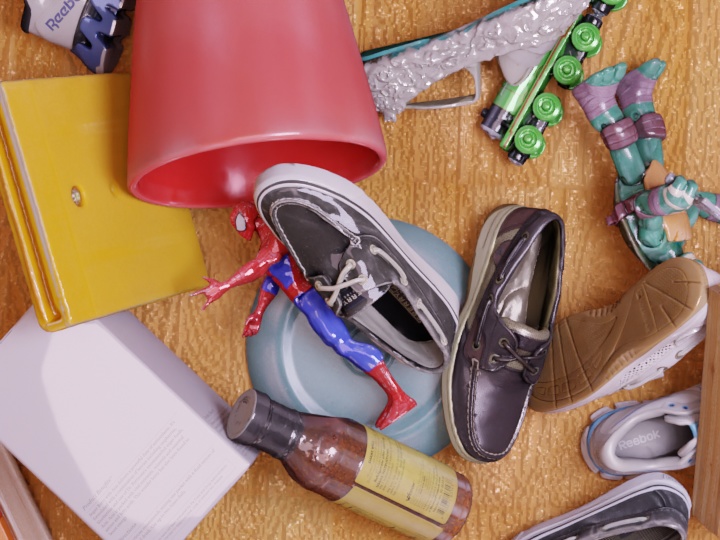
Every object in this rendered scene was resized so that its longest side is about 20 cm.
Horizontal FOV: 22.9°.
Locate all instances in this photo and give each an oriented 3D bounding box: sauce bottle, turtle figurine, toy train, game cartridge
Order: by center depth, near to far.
[{"bbox_3d":[-0.193,-0.056,1.311,0.032,0.200,0.178,-16,91,25],"label":"game cartridge"},{"bbox_3d":[0.231,-0.057,1.331,0.100,0.149,0.202,-26,82,20],"label":"turtle figurine"},{"bbox_3d":[-0.008,0.145,1.336,0.199,0.066,0.066,30,93,-26],"label":"sauce bottle"},{"bbox_3d":[0.156,-0.177,1.370,0.056,0.042,0.201,30,93,11],"label":"toy train"}]

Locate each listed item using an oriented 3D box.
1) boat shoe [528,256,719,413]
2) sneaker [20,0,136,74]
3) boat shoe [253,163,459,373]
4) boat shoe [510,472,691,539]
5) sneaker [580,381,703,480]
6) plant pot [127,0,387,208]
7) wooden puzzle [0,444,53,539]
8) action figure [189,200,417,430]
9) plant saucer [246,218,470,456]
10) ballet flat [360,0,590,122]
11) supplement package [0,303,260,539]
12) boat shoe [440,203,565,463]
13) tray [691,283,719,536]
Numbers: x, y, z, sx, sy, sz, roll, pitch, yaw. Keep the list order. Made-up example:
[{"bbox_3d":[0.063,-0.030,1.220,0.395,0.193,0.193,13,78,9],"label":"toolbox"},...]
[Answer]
[{"bbox_3d":[0.204,0.059,1.331,0.069,0.200,0.072,14,57,-35],"label":"boat shoe"},{"bbox_3d":[-0.218,-0.260,1.361,0.114,0.081,0.201,18,94,-1],"label":"sneaker"},{"bbox_3d":[0.000,0.000,1.291,0.200,0.064,0.070,39,125,-24],"label":"boat shoe"},{"bbox_3d":[0.162,0.225,1.346,0.200,0.071,0.072,-40,101,20],"label":"boat shoe"},{"bbox_3d":[0.268,0.115,1.351,0.198,0.087,0.076,-22,89,2],"label":"sneaker"},{"bbox_3d":[-0.084,-0.155,1.312,0.198,0.200,0.179,-7,80,2],"label":"plant pot"},{"bbox_3d":[-0.342,0.219,1.402,0.184,0.037,0.202,-24,90,3],"label":"wooden puzzle"},{"bbox_3d":[-0.053,0.045,1.335,0.099,0.065,0.201,-34,90,-7],"label":"action figure"},{"bbox_3d":[0.007,0.059,1.384,0.198,0.036,0.202,0,92,2],"label":"plant saucer"},{"bbox_3d":[0.091,-0.164,1.349,0.198,0.072,0.072,-17,91,23],"label":"ballet flat"},{"bbox_3d":[-0.186,0.113,1.351,0.200,0.120,0.121,44,95,0],"label":"supplement package"},{"bbox_3d":[0.111,0.047,1.346,0.073,0.065,0.202,11,84,-29],"label":"boat shoe"},{"bbox_3d":[0.297,0.092,1.297,0.098,0.037,0.202,-17,123,-24],"label":"tray"}]
